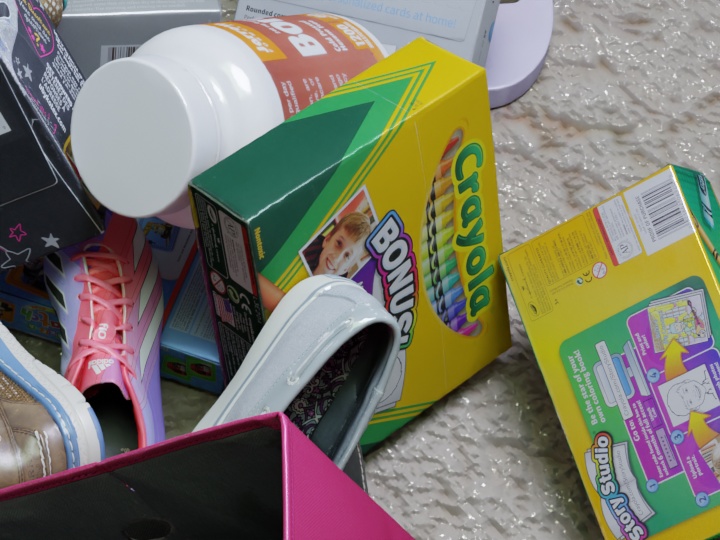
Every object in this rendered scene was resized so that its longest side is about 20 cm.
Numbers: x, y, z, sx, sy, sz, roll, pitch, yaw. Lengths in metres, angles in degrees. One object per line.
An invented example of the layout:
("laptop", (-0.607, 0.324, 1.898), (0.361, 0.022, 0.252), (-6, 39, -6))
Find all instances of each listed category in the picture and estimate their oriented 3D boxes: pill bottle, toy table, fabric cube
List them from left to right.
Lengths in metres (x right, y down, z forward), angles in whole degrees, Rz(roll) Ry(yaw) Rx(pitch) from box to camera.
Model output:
("fabric cube", (-0.072, 0.213, 1.058), (0.199, 0.199, 0.198), (-16, 55, 21))
("pill bottle", (-0.069, -0.084, 1.294), (0.112, 0.113, 0.200), (39, 26, 20))
("toy table", (0.066, -0.218, 1.504), (0.182, 0.118, 0.201), (-16, 58, -19))

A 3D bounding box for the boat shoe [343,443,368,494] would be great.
("boat shoe", (-0.010, 0.174, 1.216), (0.057, 0.067, 0.202), (-3, 62, 23))

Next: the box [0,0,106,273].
("box", (-0.255, -0.067, 1.279), (0.199, 0.133, 0.115), (-21, 35, 11))

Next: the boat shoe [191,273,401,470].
("boat shoe", (-0.044, 0.098, 1.181), (0.071, 0.070, 0.202), (28, 89, 56))

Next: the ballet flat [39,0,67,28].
("ballet flat", (-0.253, -0.150, 1.376), (0.065, 0.199, 0.071), (-35, 106, -36))

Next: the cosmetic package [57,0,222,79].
("cosmetic package", (-0.156, -0.189, 1.451), (0.106, 0.091, 0.201), (-3, 41, -13))

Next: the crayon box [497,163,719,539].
("crayon box", (0.168, 0.058, 1.277), (0.058, 0.118, 0.201), (10, 57, -59))

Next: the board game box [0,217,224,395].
("board game box", (-0.152, -0.022, 1.376), (0.198, 0.037, 0.152), (18, 53, 4))

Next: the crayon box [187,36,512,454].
("crayon box", (0.000, 0.000, 1.275), (0.172, 0.201, 0.058), (-33, 45, -27))

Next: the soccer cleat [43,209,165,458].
("soccer cleat", (-0.141, 0.041, 1.273), (0.066, 0.077, 0.202), (-6, 73, -2))

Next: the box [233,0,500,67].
("box", (0.003, -0.157, 1.408), (0.155, 0.041, 0.202), (14, 95, 15))

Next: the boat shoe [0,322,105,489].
("boat shoe", (-0.219, 0.065, 1.237), (0.072, 0.073, 0.199), (-15, 25, -36))
